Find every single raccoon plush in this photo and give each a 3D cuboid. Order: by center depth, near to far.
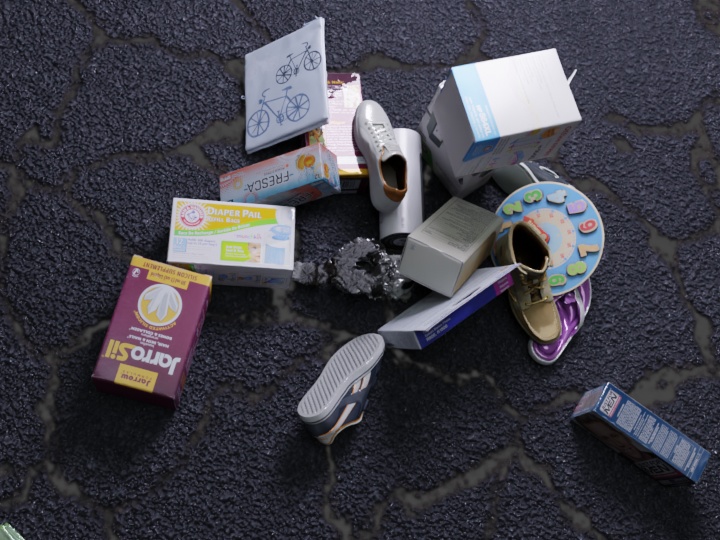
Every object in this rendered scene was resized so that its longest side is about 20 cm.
[{"bbox_3d":[0.000,0.000,1.409,0.199,0.134,0.098,11,83,27],"label":"raccoon plush"}]

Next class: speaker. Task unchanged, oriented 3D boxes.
[{"bbox_3d":[0.070,-0.143,1.454,0.080,0.081,0.202,2,70,-10],"label":"speaker"}]

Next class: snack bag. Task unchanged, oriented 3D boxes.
[{"bbox_3d":[-0.131,-0.319,1.444,0.021,0.187,0.202,19,61,-52],"label":"snack bag"}]

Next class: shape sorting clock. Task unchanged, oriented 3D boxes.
[{"bbox_3d":[0.321,-0.055,1.451,0.198,0.039,0.202,-2,85,21],"label":"shape sorting clock"}]

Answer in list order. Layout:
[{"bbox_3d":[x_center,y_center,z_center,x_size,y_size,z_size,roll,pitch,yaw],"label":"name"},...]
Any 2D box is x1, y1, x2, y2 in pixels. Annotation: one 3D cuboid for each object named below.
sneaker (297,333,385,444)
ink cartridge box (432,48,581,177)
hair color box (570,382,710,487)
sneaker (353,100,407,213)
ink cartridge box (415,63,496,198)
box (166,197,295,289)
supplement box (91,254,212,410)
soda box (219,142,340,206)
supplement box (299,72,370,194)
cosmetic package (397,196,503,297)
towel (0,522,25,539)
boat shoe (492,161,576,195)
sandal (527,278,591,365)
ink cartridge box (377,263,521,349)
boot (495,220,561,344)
[{"bbox_3d":[-0.022,0.188,1.326,0.200,0.078,0.080,-46,128,-34],"label":"sneaker"},{"bbox_3d":[0.232,-0.242,1.278,0.198,0.129,0.126,-13,75,-12],"label":"ink cartridge box"},{"bbox_3d":[0.456,0.272,1.369,0.199,0.100,0.061,35,70,3],"label":"hair color box"},{"bbox_3d":[0.044,-0.203,1.382,0.072,0.085,0.202,-6,73,-26],"label":"sneaker"},{"bbox_3d":[0.180,-0.233,1.441,0.084,0.200,0.146,-33,79,-19],"label":"ink cartridge box"},{"bbox_3d":[-0.209,-0.042,1.354,0.198,0.101,0.113,3,70,-9],"label":"box"},{"bbox_3d":[-0.317,0.097,1.285,0.130,0.103,0.202,15,69,-6],"label":"supplement box"},{"bbox_3d":[-0.133,-0.142,1.369,0.199,0.063,0.069,-14,70,25],"label":"soda box"},{"bbox_3d":[-0.050,-0.239,1.461,0.109,0.086,0.202,-2,72,-11],"label":"supplement box"},{"bbox_3d":[0.152,-0.043,1.377,0.105,0.072,0.200,27,34,18],"label":"cosmetic package"},{"bbox_3d":[-0.484,0.474,1.161,0.200,0.031,0.149,42,68,6],"label":"towel"},{"bbox_3d":[0.318,-0.158,1.513,0.200,0.076,0.060,40,53,-1],"label":"boat shoe"},{"bbox_3d":[0.356,0.073,1.447,0.082,0.050,0.204,26,68,-1],"label":"sandal"},{"bbox_3d":[0.145,0.060,1.334,0.196,0.200,0.044,-33,99,-19],"label":"ink cartridge box"},{"bbox_3d":[0.283,0.022,1.360,0.072,0.155,0.202,-18,82,-1],"label":"boot"}]
